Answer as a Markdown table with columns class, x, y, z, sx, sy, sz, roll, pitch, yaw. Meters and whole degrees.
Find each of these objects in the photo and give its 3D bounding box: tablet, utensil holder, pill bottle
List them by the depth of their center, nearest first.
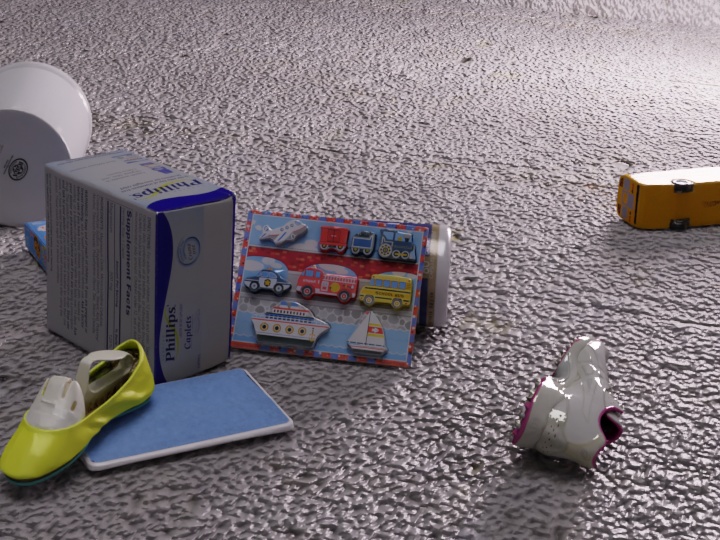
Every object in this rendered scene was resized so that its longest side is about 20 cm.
| class | x | y | z | sx | sy | sz | roll | pitch | yaw |
| --- | --- | --- | --- | --- | --- | --- | --- | --- | --- |
| tablet | -0.174 | 0.138 | 1.276 | 0.197 | 0.014 | 0.130 | -10 | 25 | -26 |
| pill bottle | 0.000 | 0.000 | 1.508 | 0.197 | 0.113 | 0.111 | 3 | 21 | 4 |
| utensil holder | -0.447 | -0.168 | 1.815 | 0.167 | 0.172 | 0.201 | 0 | 24 | -6 |

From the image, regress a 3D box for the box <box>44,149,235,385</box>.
| class | x | y | z | sx | sy | sz | roll | pitch | yaw |
| --- | --- | --- | --- | --- | --- | --- | --- | --- | --- |
| box | -0.229 | -0.008 | 1.405 | 0.104 | 0.187 | 0.199 | -16 | 28 | -42 |

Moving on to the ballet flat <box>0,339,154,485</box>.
| class | x | y | z | sx | sy | sz | roll | pitch | yaw |
| --- | --- | --- | --- | --- | --- | --- | --- | --- | --- |
| ballet flat | -0.251 | 0.116 | 1.213 | 0.066 | 0.068 | 0.200 | 13 | 25 | 23 |

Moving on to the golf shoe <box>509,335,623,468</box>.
| class | x | y | z | sx | sy | sz | roll | pitch | yaw |
| --- | --- | --- | --- | --- | --- | --- | --- | --- | --- |
| golf shoe | 0.209 | 0.127 | 1.288 | 0.091 | 0.076 | 0.200 | 26 | 30 | 16 |

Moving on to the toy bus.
| class | x | y | z | sx | sy | sz | roll | pitch | yaw |
| --- | --- | --- | --- | --- | --- | --- | --- | --- | --- |
| toy bus | 0.458 | -0.101 | 1.880 | 0.197 | 0.066 | 0.078 | -6 | 21 | -18 |

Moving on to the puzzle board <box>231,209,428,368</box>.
| class | x | y | z | sx | sy | sz | roll | pitch | yaw |
| --- | --- | --- | --- | --- | --- | --- | --- | --- | --- |
| puzzle board | -0.035 | 0.017 | 1.438 | 0.197 | 0.153 | 0.017 | 6 | -16 | 9 |

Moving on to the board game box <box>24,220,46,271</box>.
| class | x | y | z | sx | sy | sz | roll | pitch | yaw |
| --- | --- | --- | --- | --- | --- | --- | --- | --- | --- |
| board game box | -0.302 | -0.021 | 1.632 | 0.149 | 0.037 | 0.200 | -8 | 25 | -26 |
